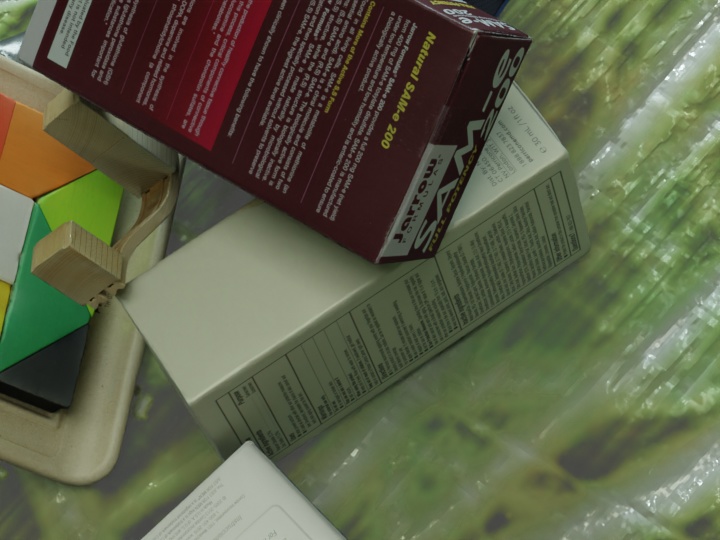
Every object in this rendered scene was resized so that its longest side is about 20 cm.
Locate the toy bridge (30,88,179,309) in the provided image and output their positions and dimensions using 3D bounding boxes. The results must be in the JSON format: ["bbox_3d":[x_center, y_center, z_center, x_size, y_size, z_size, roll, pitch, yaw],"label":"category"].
[{"bbox_3d":[-0.114,-0.059,1.226,0.027,0.067,0.200,-36,36,28],"label":"toy bridge"}]

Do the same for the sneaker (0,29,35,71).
[{"bbox_3d":[-0.201,-0.068,1.288,0.200,0.079,0.075,-32,63,-7],"label":"sneaker"}]

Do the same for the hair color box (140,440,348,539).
[{"bbox_3d":[-0.014,0.179,1.149,0.100,0.061,0.200,-43,65,-7],"label":"hair color box"}]

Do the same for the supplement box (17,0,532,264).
[{"bbox_3d":[-0.039,-0.095,1.144,0.200,0.061,0.109,31,106,23],"label":"supplement box"}]

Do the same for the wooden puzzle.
[{"bbox_3d":[-0.180,-0.017,1.222,0.200,0.037,0.185,23,66,-27],"label":"wooden puzzle"}]

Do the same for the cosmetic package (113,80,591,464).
[{"bbox_3d":[0.000,0.000,1.205,0.200,0.104,0.073,-32,63,-6],"label":"cosmetic package"}]

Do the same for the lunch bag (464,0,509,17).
[{"bbox_3d":[-0.008,-0.160,1.260,0.132,0.136,0.200,29,75,21],"label":"lunch bag"}]
